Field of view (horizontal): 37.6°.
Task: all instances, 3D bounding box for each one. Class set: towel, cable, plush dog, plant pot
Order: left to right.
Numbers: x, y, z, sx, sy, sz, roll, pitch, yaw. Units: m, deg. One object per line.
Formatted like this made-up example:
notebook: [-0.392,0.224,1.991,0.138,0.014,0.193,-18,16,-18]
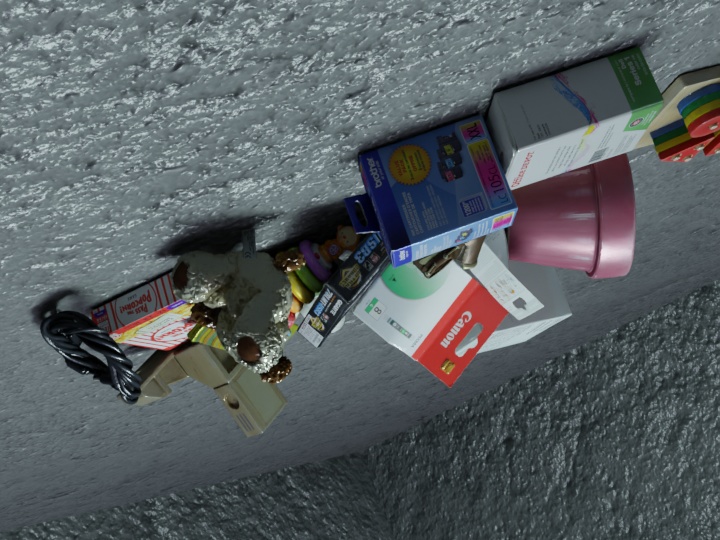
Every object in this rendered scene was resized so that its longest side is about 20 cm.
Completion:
cable: [-0.374,0.123,1.479,0.051,0.163,0.200,-48,176,-24]
towel: [-0.175,0.095,1.618,0.086,0.018,0.199,-44,149,13]
plush dog: [-0.149,0.060,1.437,0.160,0.200,0.173,-34,156,-33]
plant pot: [0.295,-0.087,1.557,0.175,0.204,0.200,-3,164,1]

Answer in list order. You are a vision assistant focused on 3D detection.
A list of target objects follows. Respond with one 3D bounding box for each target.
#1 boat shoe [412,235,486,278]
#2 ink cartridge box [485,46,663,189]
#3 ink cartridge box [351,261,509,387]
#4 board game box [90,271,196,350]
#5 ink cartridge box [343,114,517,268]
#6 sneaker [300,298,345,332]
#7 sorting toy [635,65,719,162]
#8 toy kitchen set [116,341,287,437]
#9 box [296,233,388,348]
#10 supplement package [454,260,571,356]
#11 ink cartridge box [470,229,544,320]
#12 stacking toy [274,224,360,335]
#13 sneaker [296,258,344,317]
boat shoe: [0.145,-0.041,1.444,0.074,0.076,0.201,-25,179,-37]
ink cartridge box: [0.260,-0.186,1.336,0.197,0.085,0.145,-18,164,-7]
ink cartridge box: [0.110,0.061,1.631,0.162,0.199,0.050,-51,180,5]
board game box: [-0.282,0.063,1.575,0.150,0.047,0.200,-24,164,16]
ink cartridge box: [0.081,-0.094,1.327,0.197,0.138,0.076,-20,163,-1]
sneaker: [-0.044,0.053,1.791,0.084,0.073,0.200,-38,170,7]
sorting toy: [0.517,-0.225,1.551,0.196,0.071,0.200,-15,164,-16]
toy kitchen set: [-0.270,0.212,1.711,0.198,0.182,0.163,-22,-162,42]
box: [0.000,0.000,1.535,0.201,0.050,0.199,-51,180,-27]
supplement package: [0.215,0.028,1.802,0.197,0.194,0.147,-9,162,-32]
ink cartridge box: [0.195,-0.023,1.554,0.047,0.200,0.160,-42,176,-10]
stacking toy: [-0.081,0.000,1.547,0.199,0.117,0.110,-35,164,11]
sneaker: [-0.118,0.036,1.661,0.199,0.068,0.089,-33,158,27]
